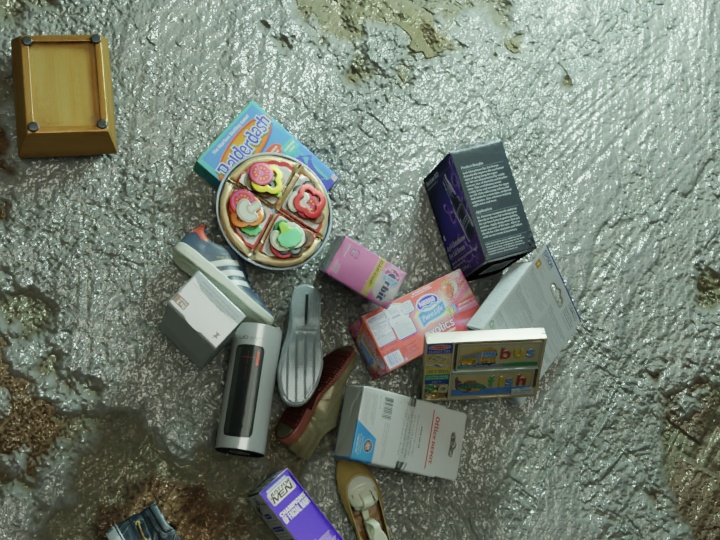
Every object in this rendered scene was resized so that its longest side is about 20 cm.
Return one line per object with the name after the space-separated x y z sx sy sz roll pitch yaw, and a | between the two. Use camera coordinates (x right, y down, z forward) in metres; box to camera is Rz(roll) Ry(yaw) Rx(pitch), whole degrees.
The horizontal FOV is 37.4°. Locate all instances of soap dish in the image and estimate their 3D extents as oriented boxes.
-0.475 -0.285 1.704 0.155 0.081 0.204 -4 76 -17 | soap dish

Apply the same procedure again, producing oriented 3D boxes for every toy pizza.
-0.137 -0.100 1.727 0.197 0.032 0.204 6 72 -19 | toy pizza

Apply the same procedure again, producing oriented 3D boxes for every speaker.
-0.174 0.186 1.672 0.080 0.081 0.203 12 73 -13 | speaker

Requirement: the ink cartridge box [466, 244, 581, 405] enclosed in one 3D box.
0.279 0.090 1.797 0.201 0.043 0.198 -50 129 -24 | ink cartridge box

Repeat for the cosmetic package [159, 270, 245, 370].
-0.243 0.079 1.613 0.102 0.200 0.074 44 69 -2 | cosmetic package

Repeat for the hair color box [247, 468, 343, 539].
-0.083 0.402 1.626 0.065 0.109 0.201 -40 90 -22 | hair color box

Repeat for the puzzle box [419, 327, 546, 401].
0.196 0.153 1.718 0.196 0.135 0.026 -3 39 -5 | puzzle box

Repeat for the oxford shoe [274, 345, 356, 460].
-0.061 0.212 1.717 0.075 0.070 0.201 50 63 -29 | oxford shoe

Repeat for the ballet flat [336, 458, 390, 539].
0.016 0.387 1.684 0.068 0.063 0.203 -16 81 -20 | ballet flat

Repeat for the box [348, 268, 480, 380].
0.093 0.089 1.767 0.198 0.095 0.104 -26 84 -21 | box

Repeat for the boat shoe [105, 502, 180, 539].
-0.290 0.448 1.572 0.090 0.071 0.202 -30 84 -17 | boat shoe

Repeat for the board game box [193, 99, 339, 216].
-0.157 -0.163 1.786 0.199 0.045 0.153 40 69 -3 | board game box

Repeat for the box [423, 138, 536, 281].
0.202 -0.100 1.822 0.103 0.148 0.203 -15 79 -19 | box

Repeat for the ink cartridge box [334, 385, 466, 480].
0.066 0.264 1.713 0.197 0.068 0.118 17 77 -24 | ink cartridge box

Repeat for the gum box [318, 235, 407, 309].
0.000 0.000 1.713 0.112 0.200 0.067 31 89 -6 | gum box

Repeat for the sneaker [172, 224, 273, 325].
-0.204 0.005 1.715 0.200 0.075 0.085 43 61 -7 | sneaker

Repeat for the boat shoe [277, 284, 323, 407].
-0.093 0.124 1.711 0.071 0.062 0.203 9 67 -4 | boat shoe
